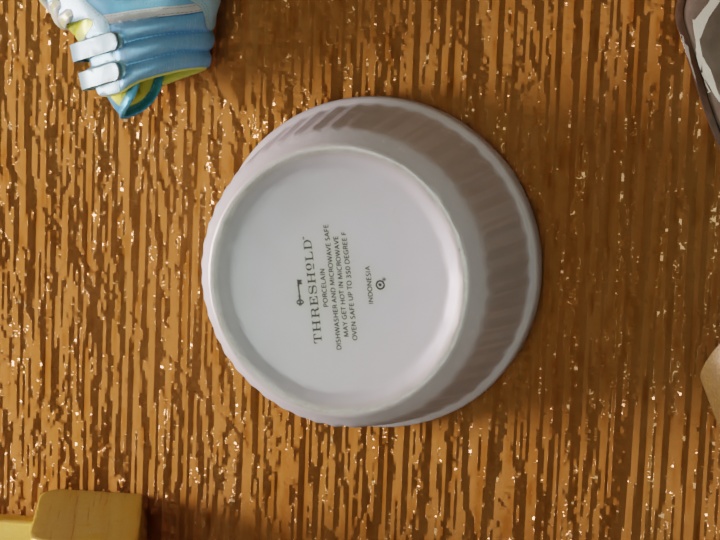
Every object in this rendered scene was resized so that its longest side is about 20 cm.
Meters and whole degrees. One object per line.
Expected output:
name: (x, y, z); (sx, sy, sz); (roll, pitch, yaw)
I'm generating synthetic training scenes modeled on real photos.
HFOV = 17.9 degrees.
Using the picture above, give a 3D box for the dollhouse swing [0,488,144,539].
dollhouse swing: (-0.217, 0.248, 1.406); (0.175, 0.182, 0.201); (-1, 98, -4)

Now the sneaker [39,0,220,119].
sneaker: (-0.176, -0.160, 1.377); (0.199, 0.080, 0.131); (7, 98, 16)

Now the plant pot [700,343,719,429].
plant pot: (0.283, 0.101, 1.237); (0.186, 0.186, 0.200); (-46, 71, 17)

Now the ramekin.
ramekin: (0.000, 0.000, 1.338); (0.202, 0.094, 0.203); (2, 98, 16)

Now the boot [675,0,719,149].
boot: (0.243, -0.163, 1.258); (0.146, 0.070, 0.201); (-19, 92, 16)
